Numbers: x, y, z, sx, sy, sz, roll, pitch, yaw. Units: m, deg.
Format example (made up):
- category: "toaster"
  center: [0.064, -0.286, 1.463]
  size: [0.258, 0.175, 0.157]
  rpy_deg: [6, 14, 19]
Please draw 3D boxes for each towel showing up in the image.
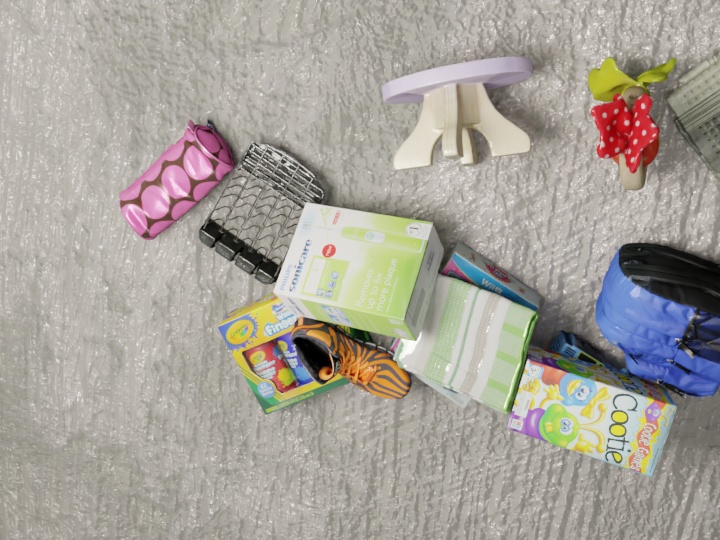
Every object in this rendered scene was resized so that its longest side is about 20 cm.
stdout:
- category: "towel"
  center: [0.139, 0.094, 1.154]
  size: [0.199, 0.031, 0.151]
  rpy_deg: [21, 102, 41]
- category: "towel"
  center: [0.523, -0.209, 1.085]
  size: [0.199, 0.035, 0.193]
  rpy_deg: [-35, 101, 19]

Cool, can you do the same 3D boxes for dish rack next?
- category: "dish rack"
  center: [-0.147, -0.088, 1.268]
  size: [0.153, 0.055, 0.201]
  rpy_deg: [33, 111, -1]

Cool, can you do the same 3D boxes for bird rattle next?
- category: "bird rattle"
  center: [0.350, -0.176, 1.054]
  size: [0.111, 0.201, 0.164]
  rpy_deg: [-6, 132, 18]

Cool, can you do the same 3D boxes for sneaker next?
- category: "sneaker"
  center: [-0.018, 0.142, 1.207]
  size: [0.199, 0.112, 0.078]
  rpy_deg: [29, 107, -2]

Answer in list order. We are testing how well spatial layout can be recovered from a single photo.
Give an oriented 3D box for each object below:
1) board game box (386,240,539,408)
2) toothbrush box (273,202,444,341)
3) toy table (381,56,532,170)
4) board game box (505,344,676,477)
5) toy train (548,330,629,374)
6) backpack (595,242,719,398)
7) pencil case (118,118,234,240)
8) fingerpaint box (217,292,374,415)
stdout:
- category: "board game box"
  center: [0.150, 0.081, 1.250]
  size: [0.147, 0.064, 0.201]
  rpy_deg: [32, 111, 1]
- category: "toothbrush box"
  center: [0.000, 0.000, 1.173]
  size: [0.198, 0.086, 0.147]
  rpy_deg: [11, 69, 24]
- category: "toy table"
  center: [0.131, -0.202, 1.106]
  size: [0.198, 0.183, 0.119]
  rpy_deg: [-6, 91, 28]
- category: "board game box"
  center: [0.308, 0.186, 1.140]
  size: [0.198, 0.105, 0.104]
  rpy_deg: [17, 100, 7]
- category: "toy train"
  center: [0.345, 0.182, 1.229]
  size: [0.199, 0.087, 0.115]
  rpy_deg: [32, 107, 1]
- category: "backpack"
  center: [0.416, 0.066, 1.129]
  size: [0.198, 0.163, 0.169]
  rpy_deg: [22, 115, 4]
- category: "pencil case"
  center: [-0.284, -0.135, 1.266]
  size: [0.200, 0.091, 0.093]
  rpy_deg: [-39, 127, 21]
- category: "fingerpaint box"
  center: [-0.096, 0.111, 1.311]
  size: [0.198, 0.073, 0.168]
  rpy_deg: [-23, 102, 19]
